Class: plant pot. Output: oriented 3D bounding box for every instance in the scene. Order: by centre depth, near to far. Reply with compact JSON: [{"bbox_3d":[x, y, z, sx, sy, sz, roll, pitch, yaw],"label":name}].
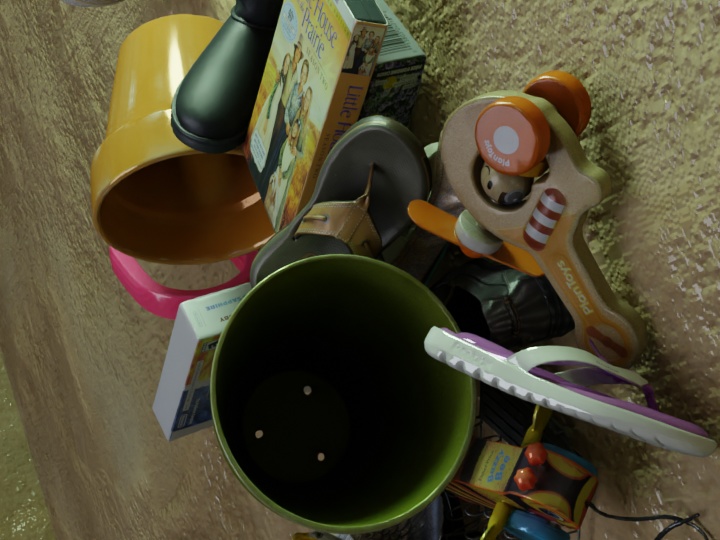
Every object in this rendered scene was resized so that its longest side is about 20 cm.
[{"bbox_3d":[-0.031,0.106,1.001,0.200,0.185,0.189,132,119,-70],"label":"plant pot"},{"bbox_3d":[-0.164,-0.134,1.299,0.201,0.197,0.185,118,147,-56],"label":"plant pot"}]

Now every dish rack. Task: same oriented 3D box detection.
[{"bbox_3d":[0.114,0.187,1.040,0.153,0.054,0.202,39,137,50],"label":"dish rack"}]

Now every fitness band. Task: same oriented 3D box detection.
[{"bbox_3d":[-0.187,-0.010,1.444,0.200,0.142,0.038,41,138,49],"label":"fitness band"}]

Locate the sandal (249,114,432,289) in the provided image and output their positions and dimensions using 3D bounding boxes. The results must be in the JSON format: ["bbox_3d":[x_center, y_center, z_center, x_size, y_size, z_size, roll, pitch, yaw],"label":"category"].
[{"bbox_3d":[-0.020,-0.027,0.976,0.081,0.055,0.200,38,125,-13],"label":"sandal"}]

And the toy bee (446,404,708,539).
[{"bbox_3d":[0.120,0.136,0.902,0.198,0.109,0.132,-13,53,35],"label":"toy bee"}]

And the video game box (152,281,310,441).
[{"bbox_3d":[-0.092,0.071,1.252,0.047,0.181,0.201,58,151,22],"label":"video game box"}]

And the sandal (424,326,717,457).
[{"bbox_3d":[0.132,0.065,0.859,0.201,0.082,0.050,20,90,25],"label":"sandal"}]

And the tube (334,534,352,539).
[{"bbox_3d":[0.042,0.300,1.270,0.052,0.058,0.200,-50,51,9],"label":"tube"}]

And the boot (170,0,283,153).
[{"bbox_3d":[-0.097,-0.218,1.122,0.076,0.201,0.169,20,138,8],"label":"boot"}]

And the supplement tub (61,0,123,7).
[{"bbox_3d":[-0.269,-0.359,1.413,0.199,0.144,0.147,-7,98,64],"label":"supplement tub"}]

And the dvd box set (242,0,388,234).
[{"bbox_3d":[-0.039,-0.135,1.031,0.147,0.029,0.202,-115,36,-47],"label":"dvd box set"}]

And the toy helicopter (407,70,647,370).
[{"bbox_3d":[0.116,-0.020,0.880,0.132,0.079,0.201,-29,93,41],"label":"toy helicopter"}]

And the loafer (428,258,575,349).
[{"bbox_3d":[0.080,0.031,1.001,0.200,0.072,0.074,-25,83,65],"label":"loafer"}]

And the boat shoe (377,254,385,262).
[{"bbox_3d":[0.000,0.000,1.109,0.072,0.063,0.202,8,132,27],"label":"boat shoe"}]

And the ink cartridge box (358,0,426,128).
[{"bbox_3d":[-0.010,-0.129,1.119,0.109,0.050,0.201,56,149,33],"label":"ink cartridge box"}]

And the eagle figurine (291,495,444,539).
[{"bbox_3d":[0.016,0.224,1.098,0.151,0.201,0.151,-29,117,28],"label":"eagle figurine"}]

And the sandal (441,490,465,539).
[{"bbox_3d":[0.042,0.166,1.180,0.075,0.045,0.202,130,122,-68],"label":"sandal"}]

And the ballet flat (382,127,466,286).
[{"bbox_3d":[0.049,-0.046,1.017,0.067,0.068,0.201,27,140,-5],"label":"ballet flat"}]
